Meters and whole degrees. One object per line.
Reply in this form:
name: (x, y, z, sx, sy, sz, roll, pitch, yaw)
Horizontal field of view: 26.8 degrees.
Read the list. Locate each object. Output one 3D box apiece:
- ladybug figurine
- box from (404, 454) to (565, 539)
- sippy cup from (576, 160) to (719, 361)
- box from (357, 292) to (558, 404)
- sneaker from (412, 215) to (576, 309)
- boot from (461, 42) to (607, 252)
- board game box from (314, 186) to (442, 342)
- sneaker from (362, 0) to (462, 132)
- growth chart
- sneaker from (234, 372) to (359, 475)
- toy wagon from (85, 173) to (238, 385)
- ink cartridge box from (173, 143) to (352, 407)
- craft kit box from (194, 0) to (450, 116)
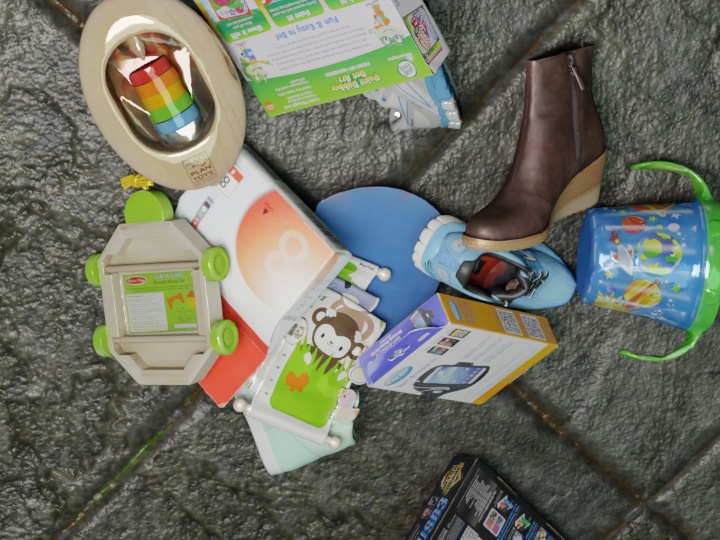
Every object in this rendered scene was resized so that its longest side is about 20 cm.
ladybug figurine: (-0.178, -0.165, 1.371, 0.135, 0.072, 0.201, -23, 114, 2)
box: (0.128, 0.337, 1.633, 0.198, 0.050, 0.201, 44, 66, -27)
sippy cup: (0.287, -0.010, 1.518, 0.129, 0.179, 0.140, 4, 143, -1)
box: (0.091, 0.079, 1.500, 0.199, 0.042, 0.119, 15, 135, -44)
sneaker: (0.144, 0.011, 1.498, 0.199, 0.090, 0.079, 13, 110, -39)
boot: (0.160, -0.119, 1.436, 0.199, 0.072, 0.168, -27, 119, -39)
board game box: (0.000, 0.000, 1.511, 0.157, 0.039, 0.201, 13, 114, -24)
sneaker: (0.034, -0.195, 1.387, 0.086, 0.075, 0.201, -13, 137, 9)
growth chart: (-0.043, 0.071, 1.478, 0.144, 0.018, 0.201, 15, 98, -26)
sneaker: (-0.067, 0.112, 1.526, 0.117, 0.074, 0.201, -17, 127, 4)
toy wagon: (-0.190, 0.007, 1.427, 0.154, 0.039, 0.202, -2, 96, 31)
ink cartridge box: (-0.128, 0.003, 1.426, 0.200, 0.162, 0.050, -48, 159, 10)
craft kit box: (-0.050, -0.240, 1.318, 0.199, 0.049, 0.198, -8, 123, 39)
